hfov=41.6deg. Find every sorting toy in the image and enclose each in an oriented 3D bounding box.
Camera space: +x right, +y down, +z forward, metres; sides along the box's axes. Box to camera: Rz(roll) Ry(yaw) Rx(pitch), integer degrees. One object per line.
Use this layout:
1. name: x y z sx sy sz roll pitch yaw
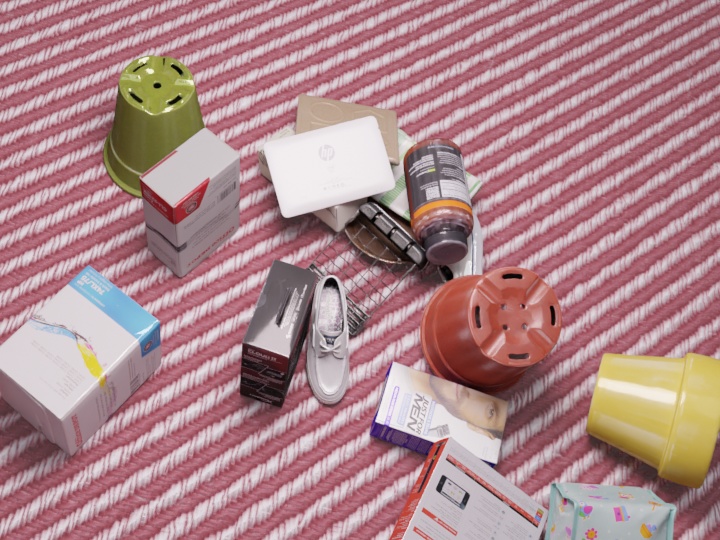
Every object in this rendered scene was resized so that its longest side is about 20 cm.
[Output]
1. sorting toy: -0.024 -0.244 1.671 0.182 0.037 0.201 9 35 -8

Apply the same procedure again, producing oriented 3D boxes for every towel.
1. towel: 0.098 -0.158 1.674 0.199 0.024 0.153 34 63 15

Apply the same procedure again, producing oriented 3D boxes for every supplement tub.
1. supplement tub: 0.131 -0.112 1.573 0.105 0.107 0.203 1 59 -10

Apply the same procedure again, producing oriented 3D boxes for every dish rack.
1. dish rack: 0.000 0.000 1.573 0.153 0.055 0.200 43 92 11

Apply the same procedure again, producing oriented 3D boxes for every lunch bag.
1. lunch bag: 0.355 0.421 1.374 0.168 0.122 0.203 4 96 -9

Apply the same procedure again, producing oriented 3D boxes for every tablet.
1. tablet: -0.051 -0.173 1.564 0.197 0.014 0.132 -15 83 -12

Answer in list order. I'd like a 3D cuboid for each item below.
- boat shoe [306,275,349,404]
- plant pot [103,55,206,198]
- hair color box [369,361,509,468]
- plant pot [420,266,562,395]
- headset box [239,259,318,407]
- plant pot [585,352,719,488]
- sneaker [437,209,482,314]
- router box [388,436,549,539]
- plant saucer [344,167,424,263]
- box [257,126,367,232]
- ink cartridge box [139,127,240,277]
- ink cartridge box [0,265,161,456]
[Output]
1. boat shoe: -0.047 0.106 1.495 0.071 0.069 0.203 6 76 -1
2. plant pot: -0.341 -0.256 1.603 0.197 0.191 0.203 5 58 -8
3. hair color box: 0.124 0.231 1.479 0.197 0.065 0.110 19 58 -1
4. plant pot: 0.210 0.086 1.470 0.197 0.195 0.204 2 78 -9
5. headset box: -0.124 0.093 1.433 0.076 0.201 0.150 17 57 1
6. plant pot: 0.459 0.218 1.484 0.186 0.202 0.203 13 57 16
7. sneaker: 0.169 -0.021 1.628 0.070 0.073 0.203 7 60 -12
8. router box: 0.158 0.375 1.374 0.199 0.049 0.181 38 59 -9
9. plant saucer: 0.063 -0.090 1.663 0.197 0.037 0.203 2 58 -4
10. box: -0.084 -0.160 1.642 0.199 0.069 0.082 36 62 25
11. ink cartridge box: -0.270 -0.105 1.523 0.083 0.201 0.144 38 60 17
12. ink cartridge box: -0.411 0.133 1.388 0.145 0.147 0.200 36 60 10
